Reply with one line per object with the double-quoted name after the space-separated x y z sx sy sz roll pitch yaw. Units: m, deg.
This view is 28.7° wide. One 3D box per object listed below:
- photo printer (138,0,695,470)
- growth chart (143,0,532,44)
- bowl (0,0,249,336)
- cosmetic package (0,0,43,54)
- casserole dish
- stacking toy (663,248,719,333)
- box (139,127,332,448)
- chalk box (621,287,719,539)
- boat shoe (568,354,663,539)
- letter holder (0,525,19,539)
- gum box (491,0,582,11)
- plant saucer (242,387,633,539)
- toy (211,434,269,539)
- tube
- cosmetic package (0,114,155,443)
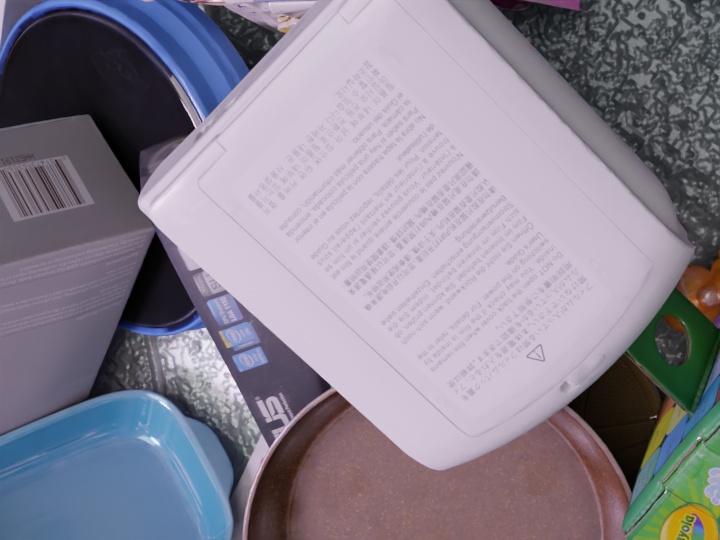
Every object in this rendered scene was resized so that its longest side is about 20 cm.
0.031 -0.020 0.598 0.200 0.070 0.166 42 108 -14 "photo printer"
0.001 -0.121 0.693 0.143 0.199 0.018 3 87 24 "growth chart"
-0.126 -0.057 0.763 0.199 0.039 0.203 20 124 33 "bowl"
-0.271 -0.102 0.843 0.149 0.052 0.203 12 98 20 "cosmetic package"
-0.163 0.144 0.766 0.198 0.039 0.122 -22 66 -25 "casserole dish"
0.230 -0.028 0.686 0.199 0.110 0.116 -38 98 27 "stacking toy"
0.000 0.000 0.703 0.159 0.049 0.202 -19 127 5 "box"
0.205 0.077 0.645 0.198 0.125 0.125 31 134 5 "chalk box"
0.150 0.138 0.733 0.072 0.065 0.203 -19 71 27 "boat shoe"
-0.223 0.184 0.804 0.199 0.142 0.101 36 103 11 "letter holder"
0.030 -0.197 0.686 0.066 0.198 0.115 18 103 58 "gum box"
0.040 0.136 0.701 0.197 0.035 0.203 2 105 5 "plant saucer"
-0.035 0.188 0.799 0.114 0.047 0.202 26 96 17 "toy"
0.046 0.138 0.738 0.076 0.050 0.203 -16 109 -4 "tube"
-0.193 0.021 0.754 0.091 0.106 0.201 55 137 20 "cosmetic package"
